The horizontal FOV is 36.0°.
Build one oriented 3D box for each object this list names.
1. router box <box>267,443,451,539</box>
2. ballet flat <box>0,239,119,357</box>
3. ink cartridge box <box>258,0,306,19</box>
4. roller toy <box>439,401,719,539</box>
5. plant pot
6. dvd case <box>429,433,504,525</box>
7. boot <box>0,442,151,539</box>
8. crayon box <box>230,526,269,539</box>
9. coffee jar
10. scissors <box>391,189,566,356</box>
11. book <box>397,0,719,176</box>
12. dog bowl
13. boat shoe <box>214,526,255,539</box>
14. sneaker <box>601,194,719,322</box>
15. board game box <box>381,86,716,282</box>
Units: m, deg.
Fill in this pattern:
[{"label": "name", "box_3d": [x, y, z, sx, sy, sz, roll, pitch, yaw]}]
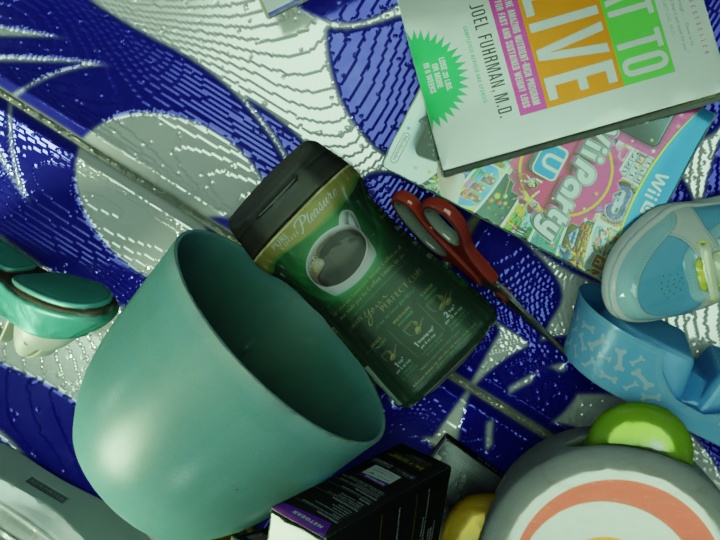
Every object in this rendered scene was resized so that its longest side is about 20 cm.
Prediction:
[{"label": "router box", "box_3d": [-0.009, 0.237, 0.771, 0.051, 0.149, 0.200, 19, 109, 33]}, {"label": "ballet flat", "box_3d": [-0.251, 0.026, 0.835, 0.200, 0.067, 0.071, 21, 109, 37]}, {"label": "ink cartridge box", "box_3d": [-0.025, -0.320, 0.837, 0.197, 0.047, 0.200, -25, 93, 4]}, {"label": "roller toy", "box_3d": [0.174, 0.206, 0.781, 0.200, 0.140, 0.183, -36, 85, 8]}, {"label": "plant pot", "box_3d": [-0.109, 0.097, 0.798, 0.161, 0.201, 0.201, -44, 89, 15]}, {"label": "dvd case", "box_3d": [0.069, 0.252, 0.872, 0.150, 0.025, 0.200, 36, 96, 2]}, {"label": "boot", "box_3d": [-0.253, 0.222, 0.879, 0.200, 0.074, 0.096, 32, 101, 10]}, {"label": "crayon box", "box_3d": [-0.065, 0.286, 0.811, 0.051, 0.127, 0.200, 19, 98, 29]}, {"label": "coffee jar", "box_3d": [0.000, 0.000, 0.832, 0.104, 0.085, 0.200, -45, 90, 6]}, {"label": "scissors", "box_3d": [0.099, 0.009, 0.856, 0.200, 0.073, 0.014, 46, 69, -22]}, {"label": "book", "box_3d": [0.138, -0.157, 0.775, 0.200, 0.048, 0.134, -15, 87, 6]}, {"label": "dog bowl", "box_3d": [0.240, 0.078, 0.810, 0.200, 0.111, 0.050, 25, 108, 3]}, {"label": "boat shoe", "box_3d": [-0.116, 0.290, 0.867, 0.072, 0.068, 0.201, 0, 94, 4]}, {"label": "sneaker", "box_3d": [0.272, -0.012, 0.753, 0.200, 0.131, 0.080, -23, 107, -21]}, {"label": "board game box", "box_3d": [0.137, -0.097, 0.827, 0.200, 0.064, 0.148, 27, 95, 1]}]
